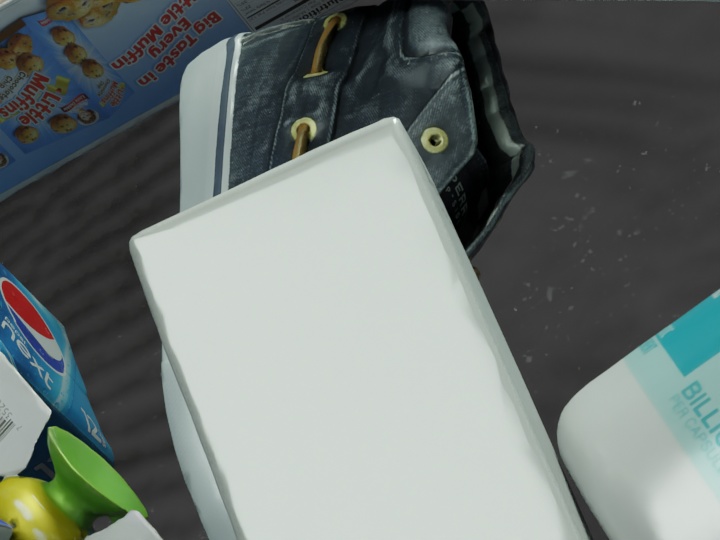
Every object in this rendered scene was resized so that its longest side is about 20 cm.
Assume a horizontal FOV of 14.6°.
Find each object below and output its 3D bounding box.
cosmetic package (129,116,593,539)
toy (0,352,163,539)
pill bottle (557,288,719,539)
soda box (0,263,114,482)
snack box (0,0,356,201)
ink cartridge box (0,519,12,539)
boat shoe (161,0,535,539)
[{"bbox_3d":[0.022,0.079,0.637,0.071,0.102,0.201,-24,66,3],"label":"cosmetic package"},{"bbox_3d":[-0.129,0.127,0.765,0.200,0.047,0.115,-49,63,9],"label":"toy"},{"bbox_3d":[0.151,0.021,0.634,0.199,0.111,0.111,-36,46,3],"label":"pill bottle"},{"bbox_3d":[-0.176,0.073,0.828,0.199,0.068,0.064,-34,47,6],"label":"soda box"},{"bbox_3d":[-0.076,-0.079,0.873,0.199,0.072,0.024,-28,49,11],"label":"snack box"},{"bbox_3d":[-0.179,0.131,0.736,0.094,0.044,0.201,28,92,26],"label":"ink cartridge box"},{"bbox_3d":[0.000,0.000,0.769,0.090,0.071,0.201,-21,48,19],"label":"boat shoe"}]
